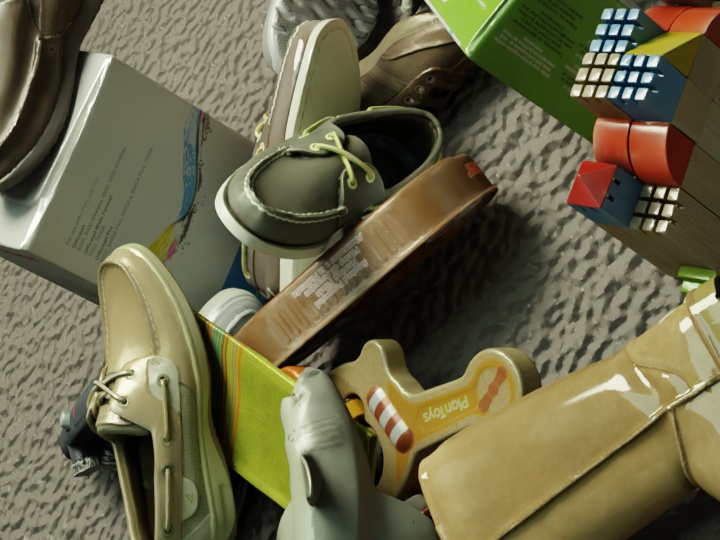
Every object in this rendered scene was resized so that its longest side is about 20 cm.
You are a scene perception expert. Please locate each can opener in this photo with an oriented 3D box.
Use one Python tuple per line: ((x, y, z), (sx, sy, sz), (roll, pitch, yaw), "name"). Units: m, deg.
((-0.177, 0.098, 1.159), (0.200, 0.063, 0.080), (133, 134, -69), "can opener")

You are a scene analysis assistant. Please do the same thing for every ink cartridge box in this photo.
((-0.167, -0.050, 1.179), (0.146, 0.199, 0.146), (14, 78, 50), "ink cartridge box")
((0.097, -0.173, 1.008), (0.076, 0.147, 0.201), (-49, 39, 16), "ink cartridge box")

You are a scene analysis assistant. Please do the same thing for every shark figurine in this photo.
((-0.001, 0.165, 0.884), (0.128, 0.088, 0.218), (-173, 84, -80), "shark figurine")

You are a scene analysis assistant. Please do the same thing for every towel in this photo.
((-0.060, 0.095, 1.001), (0.199, 0.018, 0.087), (30, 125, 44), "towel")

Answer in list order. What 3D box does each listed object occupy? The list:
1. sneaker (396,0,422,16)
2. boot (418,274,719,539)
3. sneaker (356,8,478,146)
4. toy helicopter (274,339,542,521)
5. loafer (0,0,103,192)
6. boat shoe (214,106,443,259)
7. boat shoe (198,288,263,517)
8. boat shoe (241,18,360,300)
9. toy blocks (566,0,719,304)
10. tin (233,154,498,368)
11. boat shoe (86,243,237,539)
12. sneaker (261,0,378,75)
((0.016, -0.224, 1.119), (0.078, 0.084, 0.200), (-60, 9, 4), "sneaker")
((0.141, 0.123, 0.832), (0.199, 0.066, 0.177), (-38, 59, 27), "boot")
((0.028, -0.112, 1.125), (0.199, 0.070, 0.076), (-26, 68, 41), "sneaker")
((0.033, 0.100, 0.965), (0.199, 0.078, 0.134), (-28, 69, 47), "toy helicopter")
((-0.227, -0.146, 1.089), (0.073, 0.071, 0.202), (-6, 62, 44), "loafer")
((-0.015, -0.060, 1.013), (0.072, 0.201, 0.060), (50, 122, 10), "boat shoe")
((-0.092, 0.114, 1.110), (0.071, 0.070, 0.203), (10, 81, 45), "boat shoe")
((-0.044, -0.072, 1.103), (0.059, 0.071, 0.202), (21, 117, 34), "boat shoe")
((0.172, -0.089, 0.883), (0.099, 0.136, 0.202), (11, 77, 49), "toy blocks")
((0.000, 0.000, 1.035), (0.200, 0.042, 0.112), (-40, -1, 16), "tin")
((-0.133, 0.084, 1.027), (0.072, 0.064, 0.203), (-18, 85, 52), "boat shoe")
((-0.031, -0.198, 1.216), (0.082, 0.074, 0.201), (-40, 20, 42), "sneaker")
